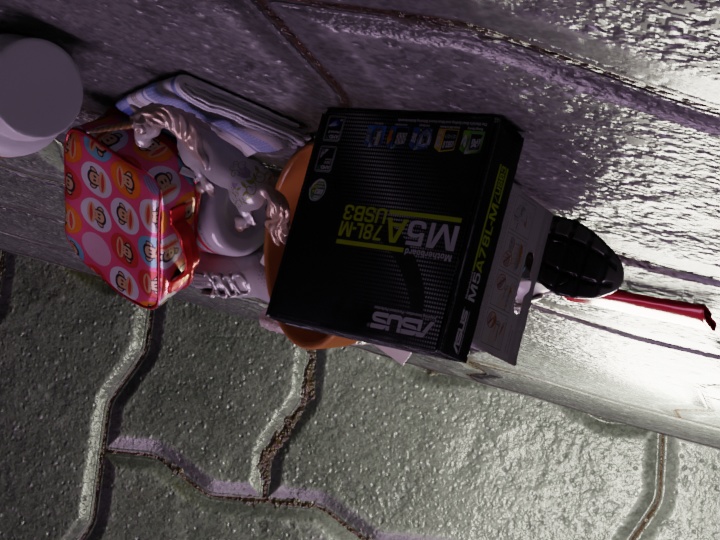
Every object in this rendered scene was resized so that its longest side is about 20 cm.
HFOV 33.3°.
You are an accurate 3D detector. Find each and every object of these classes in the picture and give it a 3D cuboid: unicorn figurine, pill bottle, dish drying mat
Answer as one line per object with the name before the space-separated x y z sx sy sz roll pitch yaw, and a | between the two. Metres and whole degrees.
unicorn figurine | -0.144 -0.102 1.164 0.198 0.074 0.138 22 164 10
pill bottle | -0.342 -0.165 1.148 0.114 0.116 0.199 22 170 -34
pill bottle | -0.203 -0.082 1.418 0.199 0.113 0.112 9 169 40
dish drying mat | 0.335 0.039 1.489 0.198 0.018 0.077 12 170 31

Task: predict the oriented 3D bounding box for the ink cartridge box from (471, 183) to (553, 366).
ink cartridge box | 0.100 -0.013 1.117 0.050 0.163 0.199 10 170 36

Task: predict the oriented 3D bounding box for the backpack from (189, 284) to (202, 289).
backpack | -0.220 -0.048 1.627 0.165 0.128 0.200 21 168 -7

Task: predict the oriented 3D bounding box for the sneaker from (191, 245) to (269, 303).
sneaker | -0.147 0.008 1.417 0.087 0.075 0.199 -27 -153 -30

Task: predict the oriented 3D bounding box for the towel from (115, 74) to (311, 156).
towel | -0.153 -0.148 1.204 0.146 0.024 0.199 22 170 -27

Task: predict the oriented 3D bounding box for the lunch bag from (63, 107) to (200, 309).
lunch bag | -0.243 -0.060 1.322 0.175 0.082 0.201 34 136 22

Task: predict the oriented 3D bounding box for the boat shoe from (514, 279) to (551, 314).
boat shoe | 0.192 0.026 1.497 0.070 0.070 0.200 21 170 -19

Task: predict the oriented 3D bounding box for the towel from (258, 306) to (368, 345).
towel | -0.015 0.062 1.443 0.131 0.035 0.199 7 -177 29

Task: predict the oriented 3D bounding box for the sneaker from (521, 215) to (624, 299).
sneaker | 0.182 -0.025 1.246 0.198 0.076 0.079 21 -174 25

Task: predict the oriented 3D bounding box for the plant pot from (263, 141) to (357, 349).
plant pot | 0.008 -0.023 1.203 0.139 0.203 0.199 1 180 -30

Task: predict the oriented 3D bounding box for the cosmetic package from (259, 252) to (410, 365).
cosmetic package | 0.000 0.000 1.340 0.199 0.104 0.073 34 136 4

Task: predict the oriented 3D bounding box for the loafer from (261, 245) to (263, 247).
loafer | -0.131 -0.042 1.495 0.200 0.070 0.070 42 -173 21

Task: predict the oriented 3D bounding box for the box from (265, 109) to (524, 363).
box | 0.025 -0.034 1.012 0.199 0.195 0.047 10 169 41
